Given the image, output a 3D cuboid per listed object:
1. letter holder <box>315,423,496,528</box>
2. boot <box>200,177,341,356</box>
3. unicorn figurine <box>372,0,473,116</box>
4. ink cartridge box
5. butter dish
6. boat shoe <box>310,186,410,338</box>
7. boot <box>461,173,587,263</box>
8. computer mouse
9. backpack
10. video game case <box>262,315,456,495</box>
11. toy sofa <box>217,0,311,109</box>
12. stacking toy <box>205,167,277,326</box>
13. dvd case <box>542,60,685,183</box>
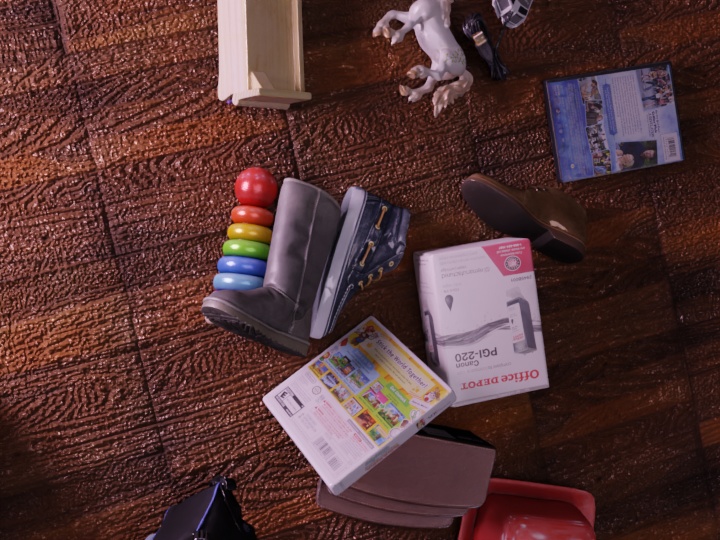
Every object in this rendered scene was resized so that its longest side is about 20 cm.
[{"bbox_3d":[0.054,0.270,1.242,0.198,0.101,0.144,13,90,-14],"label":"letter holder"},{"bbox_3d":[-0.098,-0.015,1.141,0.181,0.072,0.202,32,70,-52],"label":"boot"},{"bbox_3d":[0.091,-0.315,1.258,0.137,0.074,0.202,-29,112,-22],"label":"unicorn figurine"},{"bbox_3d":[0.158,0.066,1.271,0.144,0.085,0.203,-9,95,-14],"label":"ink cartridge box"},{"bbox_3d":[0.235,0.390,1.266,0.198,0.148,0.202,10,88,-14],"label":"butter dish"},{"bbox_3d":[0.000,0.000,1.234,0.090,0.071,0.202,19,86,-12],"label":"boat shoe"},{"bbox_3d":[0.224,-0.087,1.302,0.199,0.073,0.076,28,66,-18],"label":"boot"},{"bbox_3d":[0.198,-0.364,1.284,0.109,0.044,0.202,37,73,-45],"label":"computer mouse"},{"bbox_3d":[-0.179,0.387,1.147,0.146,0.183,0.201,-29,102,11],"label":"backpack"},{"bbox_3d":[-0.006,0.158,1.179,0.181,0.200,0.023,-37,127,-10],"label":"video game case"},{"bbox_3d":[-0.122,-0.306,1.200,0.082,0.097,0.203,-3,92,-39],"label":"toy sofa"},{"bbox_3d":[-0.141,-0.029,1.201,0.084,0.085,0.203,8,82,-14],"label":"stacking toy"},{"bbox_3d":[0.356,-0.209,1.349,0.198,0.018,0.144,-11,93,-13],"label":"dvd case"}]
